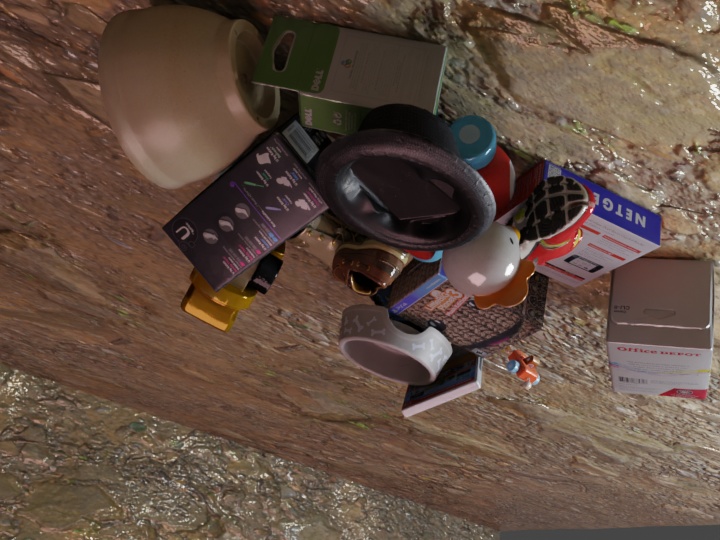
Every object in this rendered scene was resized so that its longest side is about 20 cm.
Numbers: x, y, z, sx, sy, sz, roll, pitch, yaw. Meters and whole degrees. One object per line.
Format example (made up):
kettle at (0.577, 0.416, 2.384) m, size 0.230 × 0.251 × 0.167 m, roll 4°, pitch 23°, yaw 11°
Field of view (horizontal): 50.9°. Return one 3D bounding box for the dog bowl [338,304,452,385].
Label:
dog bowl at (0.052, 0.132, 1.283) m, size 0.198 × 0.059 × 0.201 m, roll 18°, pitch 155°, yaw 9°

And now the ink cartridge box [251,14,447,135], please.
ink cartridge box at (-0.010, -0.208, 0.836) m, size 0.198 × 0.105 × 0.059 m, roll 12°, pitch 154°, yaw 3°

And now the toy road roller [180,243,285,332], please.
toy road roller at (-0.201, -0.001, 1.155) m, size 0.122 × 0.147 × 0.200 m, roll 30°, pitch -164°, yaw -12°

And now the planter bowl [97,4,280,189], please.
planter bowl at (-0.172, -0.203, 0.840) m, size 0.133 × 0.202 × 0.200 m, roll -10°, pitch 148°, yaw 19°

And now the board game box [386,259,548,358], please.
board game box at (0.172, 0.038, 1.216) m, size 0.199 × 0.098 × 0.159 m, roll 27°, pitch 146°, yaw -16°

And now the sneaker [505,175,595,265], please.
sneaker at (0.247, -0.058, 0.954) m, size 0.084 × 0.078 × 0.200 m, roll 8°, pitch 162°, yaw -12°

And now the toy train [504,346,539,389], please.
toy train at (0.248, 0.120, 1.356) m, size 0.199 × 0.151 × 0.056 m, roll 33°, pitch 113°, yaw -26°

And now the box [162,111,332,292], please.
box at (-0.121, -0.085, 0.915) m, size 0.199 × 0.122 × 0.106 m, roll -34°, pitch 103°, yaw 25°

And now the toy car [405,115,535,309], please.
toy car at (0.147, -0.045, 0.925) m, size 0.201 × 0.176 × 0.185 m, roll 52°, pitch 177°, yaw 23°

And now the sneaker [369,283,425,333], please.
sneaker at (0.057, 0.061, 1.324) m, size 0.199 × 0.089 × 0.079 m, roll 32°, pitch 160°, yaw 17°

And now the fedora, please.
fedora at (0.052, -0.104, 0.785) m, size 0.198 × 0.092 × 0.201 m, roll 10°, pitch 153°, yaw 5°

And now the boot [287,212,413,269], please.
boot at (-0.018, -0.053, 1.191) m, size 0.155 × 0.073 × 0.199 m, roll 33°, pitch 152°, yaw -33°

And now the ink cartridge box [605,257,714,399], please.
ink cartridge box at (0.458, 0.090, 1.157) m, size 0.144 × 0.146 × 0.200 m, roll 3°, pitch 153°, yaw 22°

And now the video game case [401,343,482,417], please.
video game case at (0.149, 0.180, 1.337) m, size 0.142 × 0.200 × 0.018 m, roll -25°, pitch 102°, yaw 18°

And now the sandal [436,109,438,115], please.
sandal at (0.070, -0.155, 0.959) m, size 0.086 × 0.080 × 0.201 m, roll -19°, pitch 153°, yaw -19°

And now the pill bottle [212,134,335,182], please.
pill bottle at (-0.110, -0.125, 1.044) m, size 0.199 × 0.112 × 0.110 m, roll -15°, pitch 142°, yaw 44°

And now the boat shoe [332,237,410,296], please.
boat shoe at (0.001, 0.000, 1.105) m, size 0.072 × 0.068 × 0.200 m, roll 30°, pitch 163°, yaw -17°

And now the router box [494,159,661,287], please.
router box at (0.281, -0.057, 1.058) m, size 0.198 × 0.049 × 0.179 m, roll 22°, pitch 153°, yaw -17°
